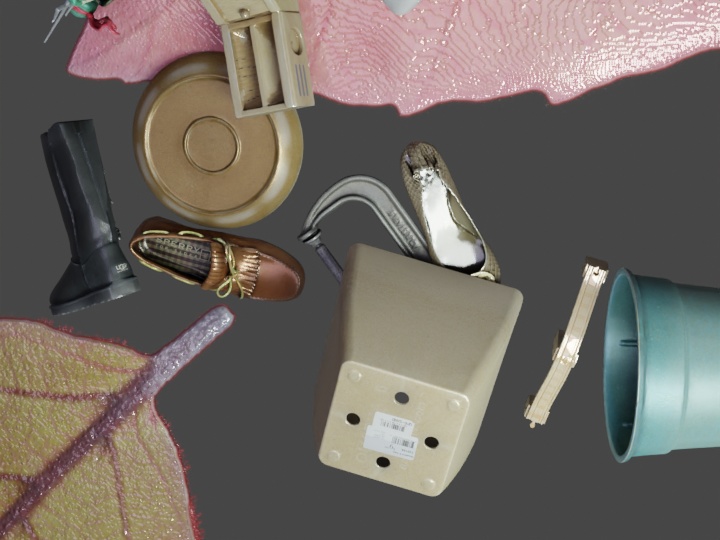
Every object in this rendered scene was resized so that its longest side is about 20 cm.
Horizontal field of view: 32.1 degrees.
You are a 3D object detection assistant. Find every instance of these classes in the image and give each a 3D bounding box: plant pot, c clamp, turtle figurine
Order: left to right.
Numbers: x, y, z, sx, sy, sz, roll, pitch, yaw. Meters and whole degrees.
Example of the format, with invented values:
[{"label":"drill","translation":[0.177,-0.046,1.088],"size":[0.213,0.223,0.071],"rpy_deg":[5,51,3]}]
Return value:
[{"label":"turtle figurine","translation":[-0.276,-0.336,1.318],"size":[0.200,0.100,0.150],"rpy_deg":[-51,53,18]},{"label":"plant pot","translation":[-0.163,-0.141,1.392],"size":[0.198,0.028,0.202],"rpy_deg":[3,108,9]},{"label":"c clamp","translation":[0.000,0.000,1.406],"size":[0.170,0.027,0.201],"rpy_deg":[-28,101,17]},{"label":"plant pot","translation":[0.048,0.120,1.334],"size":[0.198,0.177,0.201],"rpy_deg":[16,120,3]},{"label":"plant pot","translation":[0.365,0.099,1.298],"size":[0.194,0.200,0.202],"rpy_deg":[1,107,1]}]

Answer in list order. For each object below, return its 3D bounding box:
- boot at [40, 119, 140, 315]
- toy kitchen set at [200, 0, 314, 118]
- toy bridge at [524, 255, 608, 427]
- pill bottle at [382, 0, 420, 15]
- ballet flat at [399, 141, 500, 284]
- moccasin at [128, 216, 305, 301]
[{"label":"boot","translation":[-0.327,-0.058,1.418],"size":[0.164,0.065,0.201],"rpy_deg":[-15,95,46]},{"label":"toy kitchen set","translation":[-0.100,-0.250,1.226],"size":[0.162,0.200,0.182],"rpy_deg":[-6,95,26]},{"label":"toy bridge","translation":[0.225,0.086,1.373],"size":[0.027,0.067,0.201],"rpy_deg":[20,108,3]},{"label":"pill bottle","translation":[0.014,-0.363,1.250],"size":[0.111,0.111,0.200],"rpy_deg":[-40,96,18]},{"label":"ballet flat","translation":[0.098,-0.048,1.361],"size":[0.067,0.046,0.201],"rpy_deg":[-24,101,0]},{"label":"moccasin","translation":[-0.160,-0.009,1.402],"size":[0.200,0.078,0.074],"rpy_deg":[22,110,-1]}]
